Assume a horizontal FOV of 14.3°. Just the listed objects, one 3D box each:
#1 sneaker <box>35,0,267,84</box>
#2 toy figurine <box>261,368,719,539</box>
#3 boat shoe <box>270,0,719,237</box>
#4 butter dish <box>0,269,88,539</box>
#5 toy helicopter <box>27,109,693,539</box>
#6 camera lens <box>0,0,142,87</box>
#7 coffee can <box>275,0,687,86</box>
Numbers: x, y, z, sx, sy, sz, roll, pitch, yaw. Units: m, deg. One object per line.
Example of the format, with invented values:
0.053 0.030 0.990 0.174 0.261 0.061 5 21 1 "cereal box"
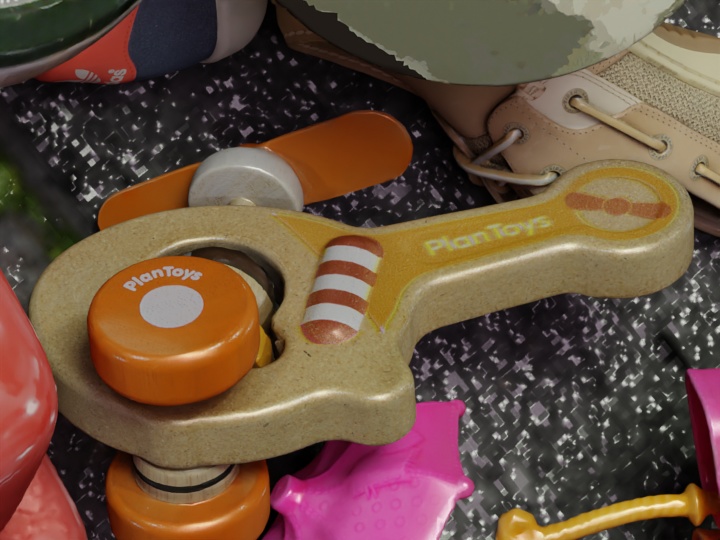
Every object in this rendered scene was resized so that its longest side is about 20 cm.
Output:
-0.099 -0.150 0.861 0.084 0.075 0.201 -21 89 -22 "sneaker"
0.060 0.104 0.866 0.183 0.150 0.201 -5 110 -3 "toy figurine"
0.062 -0.050 0.888 0.199 0.071 0.065 13 87 -24 "boat shoe"
-0.163 0.021 0.745 0.199 0.148 0.200 -32 84 -42 "butter dish"
0.000 0.000 0.839 0.199 0.132 0.079 -13 129 -13 "toy helicopter"
-0.141 -0.134 0.729 0.160 0.200 0.161 -11 108 -39 "camera lens"
0.043 -0.166 0.818 0.146 0.146 0.200 31 34 -10 "coffee can"
